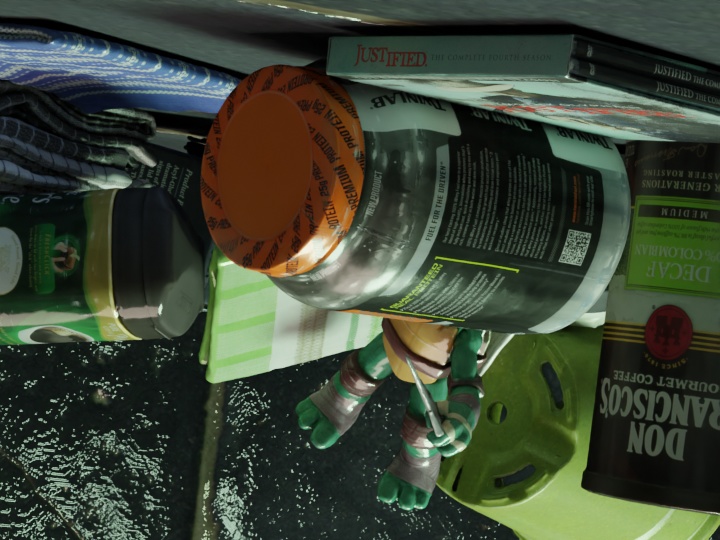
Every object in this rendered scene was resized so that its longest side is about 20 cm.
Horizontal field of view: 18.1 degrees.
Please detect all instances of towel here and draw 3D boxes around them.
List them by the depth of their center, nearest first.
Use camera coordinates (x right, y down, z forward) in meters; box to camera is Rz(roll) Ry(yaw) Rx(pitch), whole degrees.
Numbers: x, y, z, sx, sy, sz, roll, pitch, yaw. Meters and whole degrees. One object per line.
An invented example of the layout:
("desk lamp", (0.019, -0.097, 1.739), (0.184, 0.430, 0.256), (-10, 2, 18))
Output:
("towel", (-0.156, -0.108, 1.223), (0.144, 0.024, 0.200), (6, 178, 33))
("towel", (0.000, 0.000, 1.374), (0.199, 0.031, 0.150), (-13, 148, -16))
("towel", (-0.239, -0.086, 1.377), (0.165, 0.086, 0.200), (4, 176, 35))

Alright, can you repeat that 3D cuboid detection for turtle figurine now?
("turtle figurine", (0.030, 0.044, 1.300), (0.100, 0.201, 0.150), (-21, -121, -31))

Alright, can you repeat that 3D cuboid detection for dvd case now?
("dvd case", (0.104, -0.080, 1.009), (0.199, 0.022, 0.145), (10, 177, -44))

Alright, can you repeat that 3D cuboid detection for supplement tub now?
("supplement tub", (0.027, -0.036, 1.099), (0.199, 0.123, 0.122), (9, 178, -44))

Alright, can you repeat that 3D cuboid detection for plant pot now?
("plant pot", (0.129, 0.104, 1.501), (0.199, 0.201, 0.190), (6, 175, 32))

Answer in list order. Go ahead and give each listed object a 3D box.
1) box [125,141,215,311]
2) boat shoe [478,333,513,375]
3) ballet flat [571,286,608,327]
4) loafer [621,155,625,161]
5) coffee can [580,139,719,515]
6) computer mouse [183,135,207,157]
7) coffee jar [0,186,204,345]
("box", (-0.186, -0.046, 1.639), (0.199, 0.105, 0.148), (16, 178, 2))
("boat shoe", (0.097, -0.003, 1.333), (0.070, 0.070, 0.200), (-2, 144, -28))
("ballet flat", (0.147, -0.004, 1.449), (0.073, 0.074, 0.200), (7, -157, 3))
("loafer", (0.208, -0.033, 1.363), (0.070, 0.070, 0.199), (5, -179, -44))
("coffee can", (0.204, 0.029, 1.228), (0.145, 0.201, 0.146), (7, 178, 0))
("computer mouse", (-0.026, -0.067, 1.733), (0.199, 0.046, 0.140), (7, 177, 28))
("coffee jar", (-0.192, -0.001, 1.312), (0.199, 0.086, 0.104), (-2, 169, 7))
